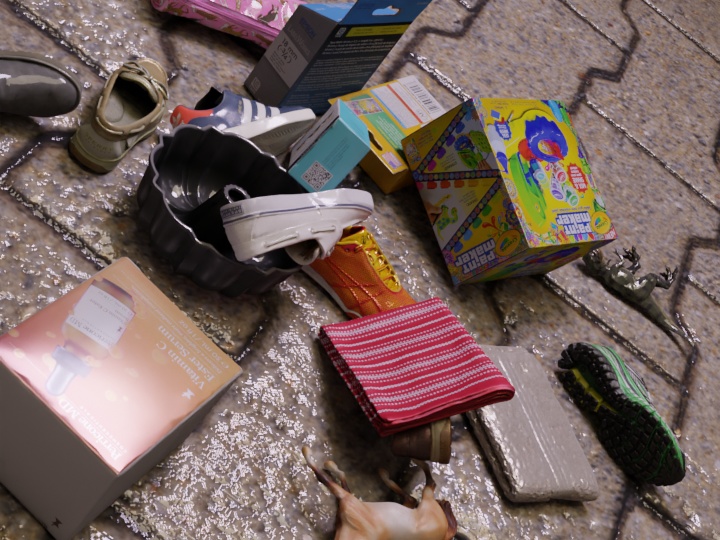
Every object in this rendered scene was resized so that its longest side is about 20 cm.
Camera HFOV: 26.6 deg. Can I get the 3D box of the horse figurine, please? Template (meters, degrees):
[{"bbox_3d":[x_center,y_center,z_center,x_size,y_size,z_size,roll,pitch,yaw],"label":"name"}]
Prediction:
[{"bbox_3d":[0.023,0.230,1.441,0.200,0.050,0.133,10,38,-33],"label":"horse figurine"}]

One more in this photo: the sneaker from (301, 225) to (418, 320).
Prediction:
[{"bbox_3d":[0.000,0.000,1.648,0.200,0.077,0.073,39,33,-6],"label":"sneaker"}]

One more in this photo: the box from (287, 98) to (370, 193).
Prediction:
[{"bbox_3d":[-0.034,-0.136,1.689,0.049,0.082,0.200,43,9,-9],"label":"box"}]

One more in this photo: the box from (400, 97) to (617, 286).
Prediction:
[{"bbox_3d":[0.181,-0.097,1.843,0.200,0.122,0.193,-7,74,-50],"label":"box"}]

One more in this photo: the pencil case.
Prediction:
[{"bbox_3d":[-0.157,-0.321,1.847,0.200,0.087,0.083,19,71,-28],"label":"pencil case"}]

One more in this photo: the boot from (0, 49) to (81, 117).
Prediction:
[{"bbox_3d":[-0.360,-0.138,1.458,0.182,0.073,0.200,11,36,-17],"label":"boot"}]

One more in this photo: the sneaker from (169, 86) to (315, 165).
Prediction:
[{"bbox_3d":[-0.132,-0.172,1.711,0.085,0.075,0.200,52,35,14],"label":"sneaker"}]

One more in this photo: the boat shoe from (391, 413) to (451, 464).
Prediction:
[{"bbox_3d":[0.046,0.133,1.542,0.072,0.072,0.200,-3,26,-4],"label":"boat shoe"}]

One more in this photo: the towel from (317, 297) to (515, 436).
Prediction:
[{"bbox_3d":[0.052,0.091,1.526,0.144,0.023,0.200,-14,31,-15],"label":"towel"}]

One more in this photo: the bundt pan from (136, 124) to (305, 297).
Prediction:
[{"bbox_3d":[-0.144,-0.052,1.566,0.202,0.076,0.202,26,37,-21],"label":"bundt pan"}]

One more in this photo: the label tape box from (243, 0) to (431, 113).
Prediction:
[{"bbox_3d":[-0.027,-0.274,1.813,0.144,0.200,0.063,-13,61,-50],"label":"label tape box"}]

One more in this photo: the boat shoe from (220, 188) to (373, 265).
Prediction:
[{"bbox_3d":[-0.056,-0.040,1.525,0.200,0.071,0.070,-8,85,-52],"label":"boat shoe"}]

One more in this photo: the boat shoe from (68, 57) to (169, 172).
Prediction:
[{"bbox_3d":[-0.245,-0.178,1.619,0.073,0.063,0.201,37,35,-6],"label":"boat shoe"}]

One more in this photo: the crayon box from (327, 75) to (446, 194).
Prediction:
[{"bbox_3d":[0.040,-0.169,1.893,0.126,0.052,0.200,49,35,12],"label":"crayon box"}]

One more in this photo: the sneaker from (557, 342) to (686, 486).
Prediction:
[{"bbox_3d":[0.320,0.161,1.776,0.085,0.078,0.200,-3,53,-46],"label":"sneaker"}]

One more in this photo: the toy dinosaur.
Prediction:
[{"bbox_3d":[0.373,0.015,2.017,0.200,0.047,0.088,39,49,-4],"label":"toy dinosaur"}]

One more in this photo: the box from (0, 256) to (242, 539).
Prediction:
[{"bbox_3d":[-0.225,0.105,1.289,0.152,0.106,0.200,44,34,3],"label":"box"}]

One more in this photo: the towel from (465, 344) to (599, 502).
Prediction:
[{"bbox_3d":[0.173,0.167,1.668,0.132,0.034,0.200,6,49,-38],"label":"towel"}]
